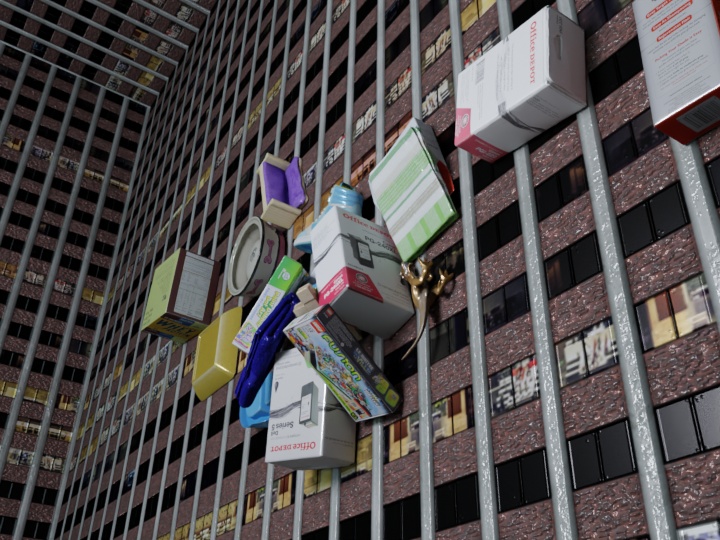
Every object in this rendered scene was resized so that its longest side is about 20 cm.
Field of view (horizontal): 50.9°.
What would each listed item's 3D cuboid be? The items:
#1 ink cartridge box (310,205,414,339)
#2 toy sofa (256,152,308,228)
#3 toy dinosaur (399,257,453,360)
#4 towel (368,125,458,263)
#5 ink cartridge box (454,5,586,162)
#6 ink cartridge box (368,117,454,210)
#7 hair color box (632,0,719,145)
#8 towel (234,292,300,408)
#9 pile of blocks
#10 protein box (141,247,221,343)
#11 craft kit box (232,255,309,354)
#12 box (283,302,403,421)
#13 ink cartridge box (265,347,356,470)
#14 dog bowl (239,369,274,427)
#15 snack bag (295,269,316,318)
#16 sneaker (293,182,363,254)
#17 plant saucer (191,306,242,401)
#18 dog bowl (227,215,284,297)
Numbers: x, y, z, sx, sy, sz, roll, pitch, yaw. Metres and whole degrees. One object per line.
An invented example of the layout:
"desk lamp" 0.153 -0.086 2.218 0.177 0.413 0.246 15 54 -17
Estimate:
"ink cartridge box" 0.000 0.000 1.310 0.083 0.144 0.201 -46 36 33
"toy sofa" -0.195 -0.208 1.859 0.098 0.082 0.201 -51 33 32
"toy dinosaur" 0.103 0.044 1.212 0.201 0.060 0.107 -93 22 -54
"towel" 0.091 -0.132 1.321 0.149 0.030 0.201 -46 53 38
"ink cartridge box" 0.238 -0.275 1.138 0.200 0.084 0.147 -30 47 52
"ink cartridge box" 0.086 -0.156 1.365 0.160 0.047 0.201 -51 32 31
"hair color box" 0.389 -0.261 0.887 0.101 0.061 0.202 -33 46 48
"towel" -0.181 0.149 1.441 0.201 0.049 0.148 -64 0 36
"pile of blocks" -0.069 0.072 1.328 0.062 0.200 0.083 -28 55 15
"protein box" -0.517 0.077 2.185 0.198 0.134 0.202 -29 47 49
"craft kit box" -0.176 0.078 1.541 0.201 0.048 0.198 -59 -2 -6
"box" -0.029 0.152 1.226 0.035 0.201 0.110 -44 10 -37
"ink cartridge box" -0.083 0.238 1.325 0.145 0.084 0.202 -18 59 39
"dog bowl" -0.184 0.258 1.569 0.200 0.049 0.112 -43 37 41
"snack bag" -0.095 0.050 1.515 0.190 0.021 0.200 -60 18 -10
"sneaker" -0.060 -0.109 1.563 0.199 0.079 0.132 -13 62 47
"plant saucer" -0.376 0.209 1.942 0.200 0.048 0.202 -38 42 45
"dog bowl" -0.251 -0.026 1.840 0.200 0.073 0.202 -40 41 47
